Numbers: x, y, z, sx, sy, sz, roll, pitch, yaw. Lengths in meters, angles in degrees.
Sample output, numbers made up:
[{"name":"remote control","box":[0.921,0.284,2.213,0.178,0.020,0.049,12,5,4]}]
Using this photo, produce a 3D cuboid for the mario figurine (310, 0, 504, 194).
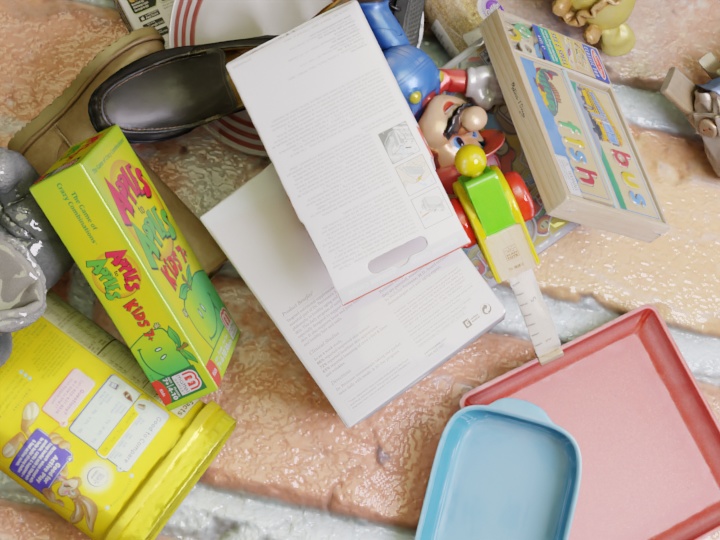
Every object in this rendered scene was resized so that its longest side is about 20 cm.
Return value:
[{"name":"mario figurine","box":[0.056,-0.152,1.039,0.123,0.106,0.200,-38,102,0]}]

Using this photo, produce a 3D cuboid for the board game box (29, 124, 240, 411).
[{"name":"board game box","box":[-0.168,-0.003,0.984,0.048,0.102,0.200,-24,108,15]}]

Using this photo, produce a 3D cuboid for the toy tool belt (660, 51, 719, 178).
[{"name":"toy tool belt","box":[0.373,-0.179,1.157,0.200,0.125,0.123,-39,93,-14]}]

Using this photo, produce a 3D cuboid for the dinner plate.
[{"name":"dinner plate","box":[-0.078,-0.201,1.119,0.200,0.024,0.201,-5,101,-28]}]

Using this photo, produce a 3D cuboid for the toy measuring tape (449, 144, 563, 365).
[{"name":"toy measuring tape","box":[0.117,-0.018,1.035,0.074,0.074,0.200,-32,117,-13]}]

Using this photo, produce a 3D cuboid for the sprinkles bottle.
[{"name":"sprinkles bottle","box":[0.105,-0.217,1.158,0.068,0.068,0.200,-32,83,-13]}]

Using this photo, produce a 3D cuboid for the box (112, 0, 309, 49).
[{"name":"box","box":[-0.121,-0.264,1.157,0.200,0.035,0.110,-26,81,-12]}]

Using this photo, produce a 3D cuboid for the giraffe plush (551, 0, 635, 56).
[{"name":"giraffe plush","box":[0.238,-0.288,1.159,0.172,0.200,0.162,37,104,-1]}]

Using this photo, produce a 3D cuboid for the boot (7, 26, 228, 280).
[{"name":"boot","box":[-0.179,-0.079,1.085,0.175,0.066,0.200,-42,83,9]}]

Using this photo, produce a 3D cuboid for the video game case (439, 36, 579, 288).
[{"name":"video game case","box":[0.089,-0.078,1.112,0.200,0.023,0.182,-36,83,7]}]

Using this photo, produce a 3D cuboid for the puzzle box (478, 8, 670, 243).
[{"name":"puzzle box","box":[0.179,-0.121,1.069,0.133,0.025,0.200,11,52,-39]}]

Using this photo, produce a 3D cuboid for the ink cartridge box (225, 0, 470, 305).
[{"name":"ink cartridge box","box":[-0.007,-0.085,0.942,0.109,0.050,0.200,-26,83,3]}]

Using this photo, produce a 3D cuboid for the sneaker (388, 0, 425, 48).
[{"name":"sneaker","box":[0.026,-0.246,1.095,0.066,0.090,0.200,20,96,14]}]

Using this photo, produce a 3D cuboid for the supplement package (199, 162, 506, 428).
[{"name":"supplement package","box":[0.000,0.000,1.035,0.152,0.151,0.200,-36,83,2]}]

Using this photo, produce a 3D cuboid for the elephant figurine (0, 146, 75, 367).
[{"name":"elephant figurine","box":[-0.296,0.017,0.944,0.155,0.142,0.200,5,60,14]}]

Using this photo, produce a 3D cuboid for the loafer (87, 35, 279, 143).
[{"name":"loafer","box":[-0.124,-0.155,1.038,0.200,0.072,0.073,-25,100,-27]}]

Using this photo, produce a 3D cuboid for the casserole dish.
[{"name":"casserole dish","box":[0.113,0.203,1.046,0.121,0.039,0.200,14,92,16]}]

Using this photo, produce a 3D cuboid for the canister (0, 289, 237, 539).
[{"name":"canister","box":[-0.223,0.122,1.028,0.200,0.087,0.149,36,74,4]}]

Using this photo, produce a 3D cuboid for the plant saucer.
[{"name":"plant saucer","box":[0.211,0.159,1.100,0.200,0.037,0.200,-25,81,-13]}]
